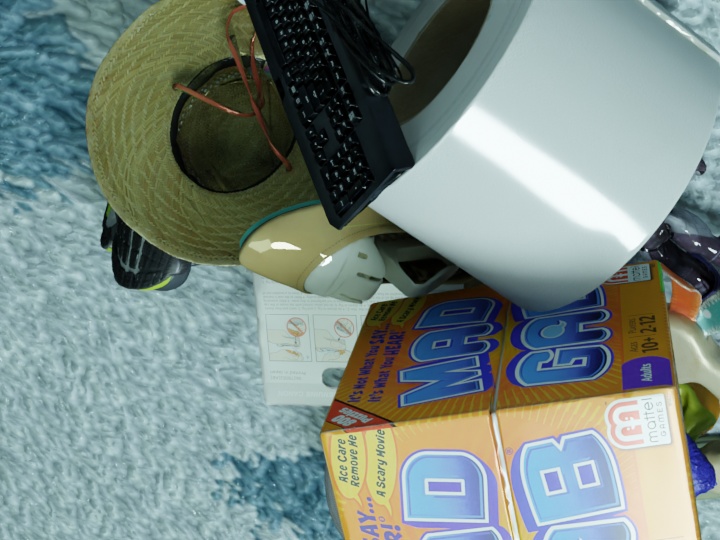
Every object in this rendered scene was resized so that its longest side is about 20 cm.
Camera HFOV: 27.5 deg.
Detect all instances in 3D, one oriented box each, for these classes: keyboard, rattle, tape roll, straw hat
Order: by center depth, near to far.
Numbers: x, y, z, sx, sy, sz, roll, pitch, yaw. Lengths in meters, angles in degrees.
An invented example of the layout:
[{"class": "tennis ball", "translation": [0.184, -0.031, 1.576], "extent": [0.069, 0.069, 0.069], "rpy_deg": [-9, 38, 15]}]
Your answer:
[{"class": "keyboard", "translation": [-0.030, -0.132, 0.842], "extent": [0.039, 0.201, 0.104], "rpy_deg": [-4, 153, -41]}, {"class": "tape roll", "translation": [0.099, -0.096, 0.895], "extent": [0.139, 0.204, 0.203], "rpy_deg": [32, 134, -19]}, {"class": "straw hat", "translation": [-0.084, -0.094, 0.998], "extent": [0.199, 0.203, 0.085], "rpy_deg": [15, 171, -1]}, {"class": "rattle", "translation": [0.247, 0.050, 1.060], "extent": [0.130, 0.142, 0.202], "rpy_deg": [18, 130, 39]}]

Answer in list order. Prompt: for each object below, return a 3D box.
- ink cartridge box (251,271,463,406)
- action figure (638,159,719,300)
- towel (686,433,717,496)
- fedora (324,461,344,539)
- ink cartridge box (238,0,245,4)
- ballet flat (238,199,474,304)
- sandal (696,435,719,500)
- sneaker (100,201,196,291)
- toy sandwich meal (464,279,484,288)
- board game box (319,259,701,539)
[{"class": "ink cartridge box", "translation": [0.000, 0.000, 1.078], "extent": [0.159, 0.050, 0.202], "rpy_deg": [0, 112, 13]}, {"class": "action figure", "translation": [0.211, -0.029, 1.037], "extent": [0.199, 0.070, 0.130], "rpy_deg": [34, 141, -14]}, {"class": "towel", "translation": [0.134, 0.117, 1.034], "extent": [0.200, 0.050, 0.148], "rpy_deg": [45, 119, -7]}, {"class": "fedora", "translation": [0.061, 0.157, 1.245], "extent": [0.175, 0.091, 0.201], "rpy_deg": [6, 126, 5]}, {"class": "ink cartridge box", "translation": [-0.082, -0.272, 0.871], "extent": [0.159, 0.048, 0.200], "rpy_deg": [-28, 125, 37]}, {"class": "ballet flat", "translation": [0.010, -0.011, 0.940], "extent": [0.199, 0.063, 0.069], "rpy_deg": [-9, 147, -46]}, {"class": "sandal", "translation": [0.245, 0.187, 1.253], "extent": [0.199, 0.058, 0.080], "rpy_deg": [-15, 130, 27]}, {"class": "sneaker", "translation": [-0.138, -0.030, 1.064], "extent": [0.080, 0.200, 0.075], "rpy_deg": [8, 103, -17]}, {"class": "toy sandwich meal", "translation": [0.096, 0.067, 1.125], "extent": [0.203, 0.207, 0.070], "rpy_deg": [13, 180, 1]}, {"class": "board game box", "translation": [0.106, 0.134, 0.914], "extent": [0.198, 0.200, 0.202], "rpy_deg": [-9, 108, 12]}]
